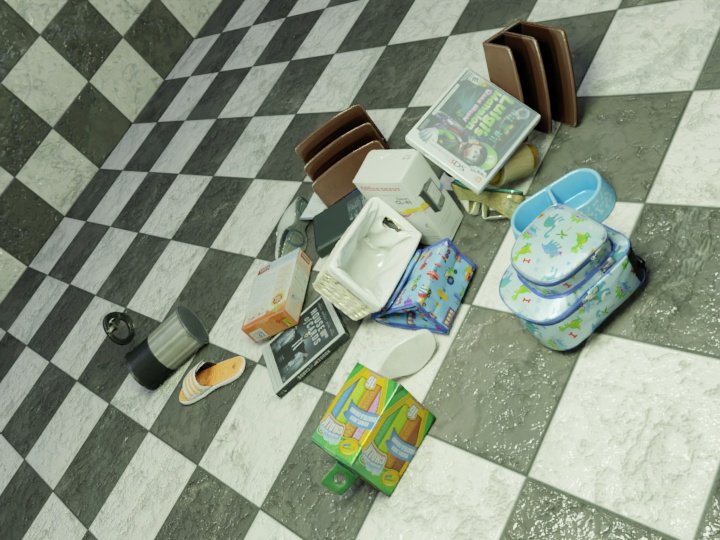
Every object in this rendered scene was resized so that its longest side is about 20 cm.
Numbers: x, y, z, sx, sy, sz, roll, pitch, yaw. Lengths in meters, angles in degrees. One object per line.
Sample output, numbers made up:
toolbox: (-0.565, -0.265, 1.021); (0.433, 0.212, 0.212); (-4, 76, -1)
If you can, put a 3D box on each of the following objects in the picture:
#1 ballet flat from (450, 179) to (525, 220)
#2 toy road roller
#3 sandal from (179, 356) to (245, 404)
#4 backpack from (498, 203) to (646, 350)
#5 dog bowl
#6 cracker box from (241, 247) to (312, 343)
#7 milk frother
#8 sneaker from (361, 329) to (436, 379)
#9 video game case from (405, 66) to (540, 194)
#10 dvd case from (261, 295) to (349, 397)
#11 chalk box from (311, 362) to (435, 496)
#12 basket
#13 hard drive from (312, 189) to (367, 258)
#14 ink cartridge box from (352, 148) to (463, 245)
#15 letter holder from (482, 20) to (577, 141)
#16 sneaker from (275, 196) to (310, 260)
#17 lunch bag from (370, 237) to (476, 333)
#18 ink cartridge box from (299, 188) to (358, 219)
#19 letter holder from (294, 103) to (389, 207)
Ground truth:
ballet flat: (0.245, -0.138, 1.412); (0.071, 0.071, 0.198); (-54, 36, -11)
toy road roller: (0.248, -0.261, 1.406); (0.120, 0.150, 0.199); (-20, 26, -26)
sandal: (-0.358, 0.240, 1.647); (0.203, 0.059, 0.080); (-29, 40, 22)
backpack: (0.321, 0.006, 1.134); (0.201, 0.147, 0.183); (-48, 35, 2)
dog bowl: (0.360, -0.109, 1.279); (0.197, 0.050, 0.113); (-33, 39, 19)
cracker box: (-0.191, 0.056, 1.636); (0.132, 0.058, 0.203); (-25, 36, 29)
milk frother: (-0.513, 0.152, 1.763); (0.187, 0.200, 0.181); (-40, 34, 6)
sneaker: (0.052, 0.164, 1.320); (0.199, 0.075, 0.089); (-39, 26, 12)
video game case: (0.213, -0.269, 1.338); (0.180, 0.023, 0.201); (38, 75, 16)
dvd case: (-0.121, 0.158, 1.523); (0.199, 0.025, 0.151); (-42, 37, 8)
chalk box: (0.010, 0.287, 1.200); (0.123, 0.125, 0.203); (17, 70, 49)
basket: (0.011, -0.019, 1.407); (0.202, 0.134, 0.123); (-58, 9, -31)
hard drive: (-0.018, -0.123, 1.595); (0.197, 0.033, 0.141); (-29, 36, 13)
ink cartridge box: (0.098, -0.145, 1.439); (0.145, 0.200, 0.087); (7, 60, 47)
letter holder: (0.336, -0.361, 1.378); (0.099, 0.203, 0.142); (-33, 36, -16)
sneaker: (-0.177, -0.091, 1.777); (0.086, 0.074, 0.203); (-29, 33, 39)
lunch bag: (0.108, 0.035, 1.379); (0.198, 0.094, 0.153); (-10, 47, 56)
ink cartridge box: (-0.035, -0.198, 1.746); (0.194, 0.047, 0.204); (2, 60, 42)
letter holder: (-0.043, -0.275, 1.673); (0.197, 0.142, 0.102); (-32, 40, 14)
